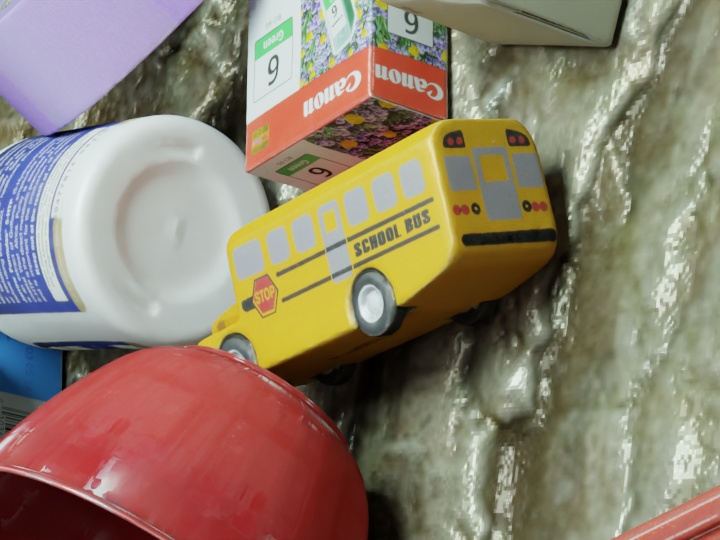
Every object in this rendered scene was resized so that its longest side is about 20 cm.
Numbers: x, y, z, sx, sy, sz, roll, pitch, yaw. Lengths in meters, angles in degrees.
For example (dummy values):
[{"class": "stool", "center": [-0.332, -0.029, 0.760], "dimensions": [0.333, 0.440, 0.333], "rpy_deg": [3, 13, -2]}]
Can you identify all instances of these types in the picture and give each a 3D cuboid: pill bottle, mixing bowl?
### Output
[{"class": "pill bottle", "center": [-0.147, -0.017, 1.310], "dimensions": [0.200, 0.120, 0.120], "rpy_deg": [-3, 74, 55]}, {"class": "mixing bowl", "center": [-0.071, 0.106, 1.113], "dimensions": [0.200, 0.200, 0.108], "rpy_deg": [-5, 47, 55]}]

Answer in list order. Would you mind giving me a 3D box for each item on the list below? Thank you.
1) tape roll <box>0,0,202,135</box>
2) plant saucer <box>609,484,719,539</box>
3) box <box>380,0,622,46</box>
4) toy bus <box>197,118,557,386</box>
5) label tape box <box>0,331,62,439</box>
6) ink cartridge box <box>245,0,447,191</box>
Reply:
[{"class": "tape roll", "center": [-0.121, -0.164, 1.295], "dimensions": [0.200, 0.066, 0.200], "rpy_deg": [-42, 14, 13]}, {"class": "plant saucer", "center": [0.123, 0.175, 0.907], "dimensions": [0.200, 0.037, 0.200], "rpy_deg": [-34, 49, 44]}, {"class": "box", "center": [0.080, -0.205, 1.089], "dimensions": [0.095, 0.078, 0.200], "rpy_deg": [12, 87, 57]}, {"class": "toy bus", "center": [0.000, 0.000, 1.116], "dimensions": [0.200, 0.065, 0.078], "rpy_deg": [-26, 74, 49]}, {"class": "label tape box", "center": [-0.253, 0.107, 1.467], "dimensions": [0.200, 0.063, 0.144], "rpy_deg": [-32, 52, 46]}, {"class": "ink cartridge box", "center": [-0.008, -0.091, 1.198], "dimensions": [0.109, 0.050, 0.200], "rpy_deg": [-27, 54, 48]}]
